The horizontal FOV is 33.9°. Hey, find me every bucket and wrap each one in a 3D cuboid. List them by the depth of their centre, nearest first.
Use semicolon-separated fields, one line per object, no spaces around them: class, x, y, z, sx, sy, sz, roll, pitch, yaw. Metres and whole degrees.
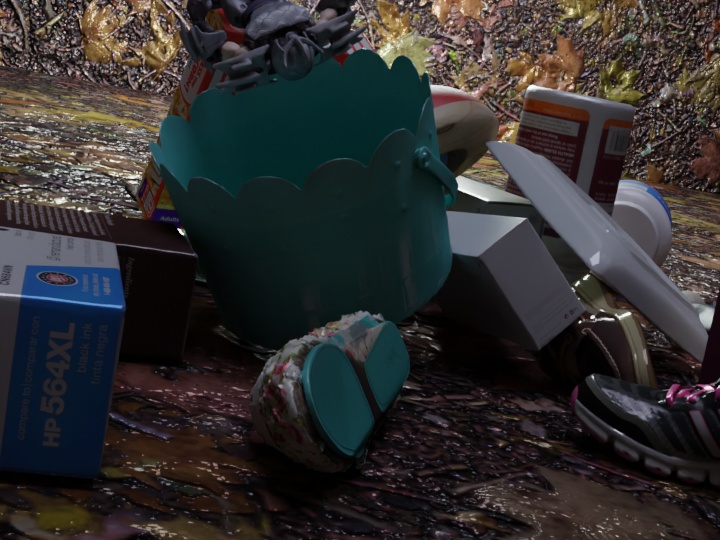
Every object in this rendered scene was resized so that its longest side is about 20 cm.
bucket;-0.032;-0.051;0.814;0.204;0.136;0.208;-11;30;6

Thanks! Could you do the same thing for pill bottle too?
pill bottle;0.204;-0.079;1.203;0.113;0.203;0.114;11;10;-2
pill bottle;0.305;-0.044;1.369;0.111;0.114;0.200;13;12;13

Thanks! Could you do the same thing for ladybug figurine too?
ladybug figurine;0.033;-0.106;1.017;0.198;0.072;0.136;-22;-17;-30

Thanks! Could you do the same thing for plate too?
plate;0.209;-0.022;0.998;0.199;0.032;0.201;33;17;-39

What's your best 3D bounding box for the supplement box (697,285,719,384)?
supplement box;0.371;0.060;0.905;0.198;0.112;0.086;7;11;-23

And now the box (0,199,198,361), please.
box;-0.207;0.000;0.726;0.197;0.076;0.100;6;11;-18

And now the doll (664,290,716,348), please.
doll;0.347;0.055;1.070;0.135;0.049;0.200;-4;9;-22

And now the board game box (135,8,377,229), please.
board game box;-0.091;-0.123;1.018;0.150;0.201;0.047;3;40;-34

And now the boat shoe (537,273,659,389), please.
boat shoe;0.163;0.061;0.851;0.071;0.073;0.200;-19;20;3

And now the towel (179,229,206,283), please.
towel;-0.129;-0.020;1.037;0.151;0.024;0.200;13;11;4

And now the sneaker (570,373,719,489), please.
sneaker;0.225;0.083;0.698;0.198;0.089;0.074;15;12;22

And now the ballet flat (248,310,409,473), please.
ballet flat;-0.022;0.068;0.627;0.063;0.077;0.200;-18;-1;15

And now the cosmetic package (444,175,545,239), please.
cosmetic package;0.085;-0.035;1.122;0.072;0.105;0.200;4;12;-28

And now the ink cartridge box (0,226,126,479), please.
ink cartridge box;-0.217;0.025;0.552;0.197;0.085;0.146;9;11;-16

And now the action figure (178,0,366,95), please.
action figure;-0.075;-0.191;0.859;0.129;0.070;0.200;-14;37;-18

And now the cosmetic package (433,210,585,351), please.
cosmetic package;0.093;0.001;0.899;0.083;0.050;0.200;53;-9;-13
